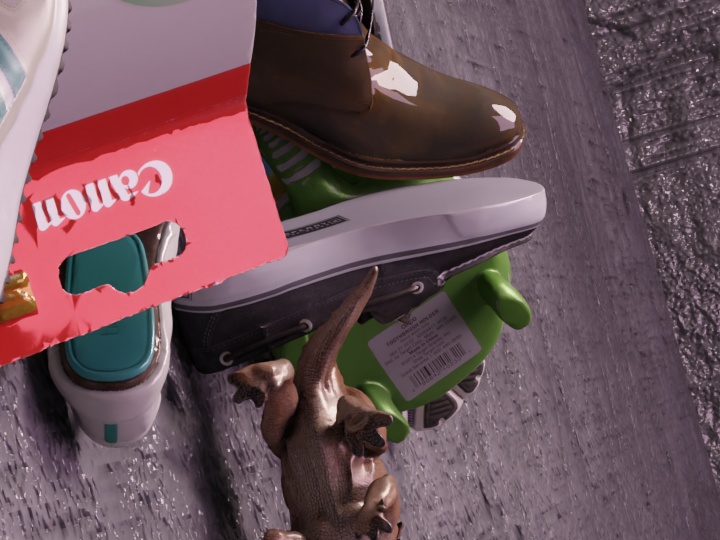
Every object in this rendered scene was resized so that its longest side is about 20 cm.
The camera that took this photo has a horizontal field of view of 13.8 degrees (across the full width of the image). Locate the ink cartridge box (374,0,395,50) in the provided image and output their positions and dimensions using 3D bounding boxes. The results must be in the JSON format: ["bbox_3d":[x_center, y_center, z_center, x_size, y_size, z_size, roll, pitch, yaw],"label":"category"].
[{"bbox_3d":[-0.017,-0.151,1.717,0.198,0.043,0.201,-116,-169,-60],"label":"ink cartridge box"}]

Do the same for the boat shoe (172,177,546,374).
[{"bbox_3d":[0.000,0.000,1.466,0.069,0.199,0.057,-146,-136,-65],"label":"boat shoe"}]

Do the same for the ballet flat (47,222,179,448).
[{"bbox_3d":[-0.106,-0.008,1.286,0.070,0.069,0.201,61,22,-46],"label":"ballet flat"}]

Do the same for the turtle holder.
[{"bbox_3d":[-0.012,-0.010,1.580,0.185,0.141,0.132,20,21,-32],"label":"turtle holder"}]

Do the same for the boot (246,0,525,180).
[{"bbox_3d":[-0.003,-0.107,1.480,0.075,0.199,0.097,-93,-164,-44],"label":"boot"}]

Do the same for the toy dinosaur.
[{"bbox_3d":[-0.013,0.100,1.435,0.136,0.085,0.201,4,83,-78],"label":"toy dinosaur"}]

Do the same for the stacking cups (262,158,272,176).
[{"bbox_3d":[-0.034,-0.069,1.674,0.061,0.060,0.201,-74,147,-68],"label":"stacking cups"}]

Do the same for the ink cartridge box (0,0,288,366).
[{"bbox_3d":[-0.106,-0.080,1.162,0.160,0.050,0.201,-21,96,-34],"label":"ink cartridge box"}]

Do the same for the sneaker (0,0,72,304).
[{"bbox_3d":[-0.158,-0.068,1.025,0.093,0.070,0.201,45,46,-54],"label":"sneaker"}]

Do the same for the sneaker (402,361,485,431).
[{"bbox_3d":[0.030,0.000,1.842,0.083,0.080,0.201,152,-65,-71],"label":"sneaker"}]
